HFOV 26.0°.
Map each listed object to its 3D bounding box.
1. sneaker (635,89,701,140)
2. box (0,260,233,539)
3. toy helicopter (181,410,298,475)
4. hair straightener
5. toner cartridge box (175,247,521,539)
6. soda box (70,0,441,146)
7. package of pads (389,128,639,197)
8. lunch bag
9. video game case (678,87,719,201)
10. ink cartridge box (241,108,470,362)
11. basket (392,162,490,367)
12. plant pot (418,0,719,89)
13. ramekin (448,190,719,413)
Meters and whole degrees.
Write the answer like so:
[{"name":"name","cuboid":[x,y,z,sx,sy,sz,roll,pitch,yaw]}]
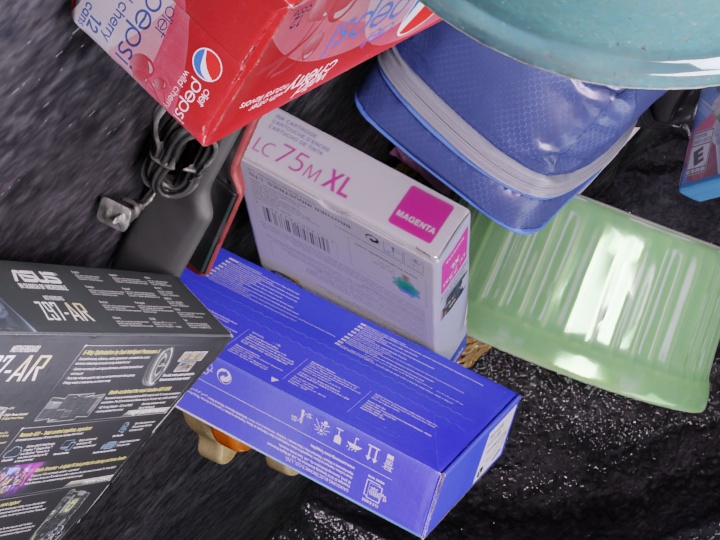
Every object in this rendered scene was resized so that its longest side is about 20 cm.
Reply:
[{"name":"sneaker","cuboid":[0.190,-0.174,0.944,0.075,0.114,0.200,-30,132,-56]},{"name":"box","cuboid":[-0.158,0.070,0.644,0.160,0.044,0.200,-50,161,14]},{"name":"toy helicopter","cuboid":[-0.059,0.071,1.004,0.132,0.079,0.200,-60,154,-20]},{"name":"hair straightener","cuboid":[-0.074,-0.037,0.682,0.077,0.041,0.200,-40,175,-36]},{"name":"toner cartridge box","cuboid":[-0.027,0.057,0.810,0.095,0.200,0.043,-34,144,-54]},{"name":"soda box","cuboid":[-0.011,-0.115,0.558,0.063,0.070,0.200,-52,170,36]},{"name":"package of pads","cuboid":[0.128,-0.116,1.064,0.200,0.120,0.076,-50,173,17]},{"name":"lunch bag","cuboid":[0.095,-0.116,0.856,0.132,0.136,0.200,-53,171,33]},{"name":"video game case","cuboid":[0.230,-0.140,0.783,0.143,0.018,0.200,-16,-125,63]},{"name":"ink cartridge box","cuboid":[0.000,0.000,0.841,0.042,0.119,0.200,-54,162,-22]},{"name":"basket","cuboid":[0.025,0.026,1.127,0.200,0.143,0.149,-37,166,-50]},{"name":"plant pot","cuboid":[0.088,-0.182,0.402,0.200,0.200,0.196,-45,163,-16]},{"name":"ramekin","cuboid":[0.132,0.005,0.955,0.200,0.200,0.098,-3,113,-78]}]
